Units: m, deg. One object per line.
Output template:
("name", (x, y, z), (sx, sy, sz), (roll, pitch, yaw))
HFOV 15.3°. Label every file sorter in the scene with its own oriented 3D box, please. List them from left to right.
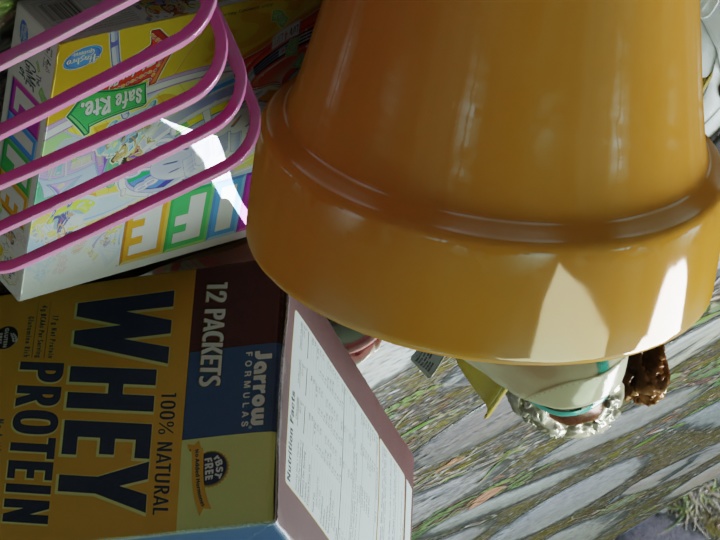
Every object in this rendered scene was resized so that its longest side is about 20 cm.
("file sorter", (-0.119, -0.094, 0.916), (0.139, 0.126, 0.200), (-26, 166, -2))

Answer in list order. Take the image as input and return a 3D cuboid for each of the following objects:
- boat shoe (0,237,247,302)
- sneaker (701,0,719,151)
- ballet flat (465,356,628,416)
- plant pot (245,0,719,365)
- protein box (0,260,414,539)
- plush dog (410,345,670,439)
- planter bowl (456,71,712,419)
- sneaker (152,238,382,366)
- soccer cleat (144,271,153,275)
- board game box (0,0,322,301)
("boat shoe", (-0.096, -0.037, 1.260), (0.199, 0.071, 0.070), (-30, 163, -6))
("sneaker", (0.154, -0.134, 1.346), (0.114, 0.075, 0.200), (0, 136, -1))
("ballet flat", (0.040, -0.001, 1.196), (0.069, 0.200, 0.070), (-23, 124, -38))
("plant pot", (0.061, -0.089, 1.094), (0.200, 0.200, 0.184), (-15, 124, -39))
("protein box", (-0.097, 0.112, 1.266), (0.198, 0.135, 0.200), (-8, 147, 16))
("plush dog", (0.129, -0.002, 1.657), (0.171, 0.201, 0.160), (1, -177, -43))
("planter bowl", (0.083, -0.034, 1.301), (0.201, 0.083, 0.200), (-56, 177, -4))
("sneaker", (0.000, 0.000, 1.346), (0.200, 0.105, 0.076), (-15, 130, -45))
("soccer cleat", (-0.151, 0.019, 1.355), (0.200, 0.069, 0.078), (-31, 153, -1))
("board game box", (-0.064, -0.071, 1.167), (0.199, 0.034, 0.135), (-17, 137, -35))
